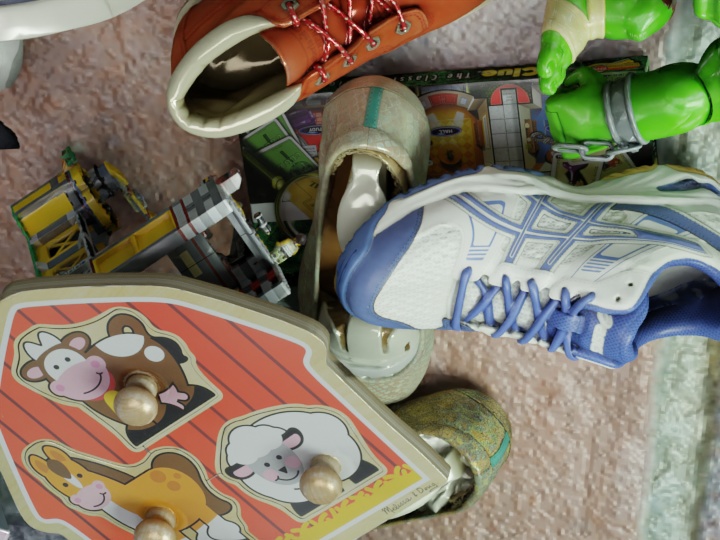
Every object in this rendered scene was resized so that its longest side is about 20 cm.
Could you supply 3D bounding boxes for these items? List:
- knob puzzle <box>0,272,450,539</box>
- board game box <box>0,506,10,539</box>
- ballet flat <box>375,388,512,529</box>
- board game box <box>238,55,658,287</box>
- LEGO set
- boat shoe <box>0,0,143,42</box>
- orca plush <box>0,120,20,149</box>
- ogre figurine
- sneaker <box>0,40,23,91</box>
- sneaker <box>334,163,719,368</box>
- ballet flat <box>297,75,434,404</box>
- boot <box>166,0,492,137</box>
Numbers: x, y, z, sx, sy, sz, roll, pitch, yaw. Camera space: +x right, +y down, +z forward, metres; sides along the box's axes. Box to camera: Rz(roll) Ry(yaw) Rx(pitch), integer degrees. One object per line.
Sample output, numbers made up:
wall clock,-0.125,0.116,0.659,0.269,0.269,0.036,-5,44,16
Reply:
knob puzzle,-0.089,0.077,1.287,0.219,0.031,0.220,7,131,8
board game box,-0.301,0.169,1.370,0.199,0.043,0.200,23,104,-25
ballet flat,-0.019,0.111,1.438,0.199,0.071,0.071,-17,113,17
board game box,0.044,-0.046,1.374,0.199,0.023,0.105,-4,118,11
LEGO set,-0.068,0.020,1.357,0.116,0.154,0.200,-33,107,3
boat shoe,-0.115,-0.167,1.256,0.074,0.200,0.093,6,114,39
orca plush,-0.172,-0.157,1.326,0.105,0.071,0.201,-5,96,0
ogre figurine,0.143,-0.142,1.266,0.119,0.098,0.201,5,99,11
sneaker,-0.260,-0.119,1.355,0.200,0.080,0.071,18,116,-1
sneaker,0.090,0.003,1.293,0.199,0.088,0.075,-9,135,-15
ballet flat,0.000,0.000,1.351,0.067,0.062,0.201,2,129,6
boot,-0.001,-0.121,1.297,0.200,0.107,0.075,-27,107,18
